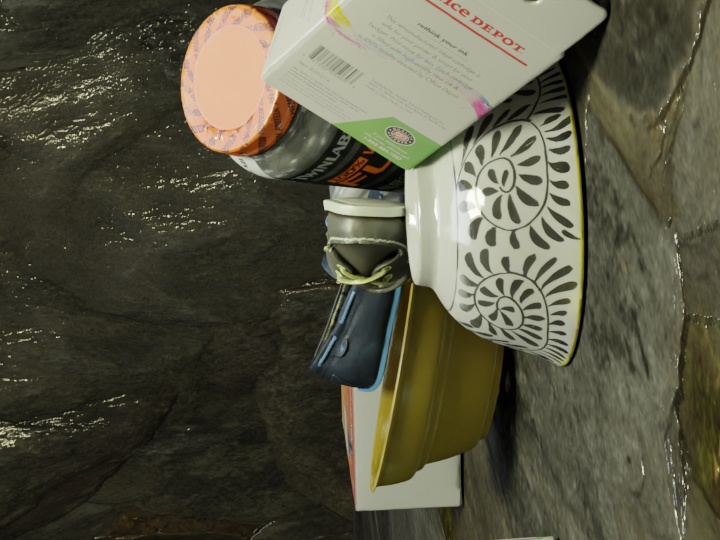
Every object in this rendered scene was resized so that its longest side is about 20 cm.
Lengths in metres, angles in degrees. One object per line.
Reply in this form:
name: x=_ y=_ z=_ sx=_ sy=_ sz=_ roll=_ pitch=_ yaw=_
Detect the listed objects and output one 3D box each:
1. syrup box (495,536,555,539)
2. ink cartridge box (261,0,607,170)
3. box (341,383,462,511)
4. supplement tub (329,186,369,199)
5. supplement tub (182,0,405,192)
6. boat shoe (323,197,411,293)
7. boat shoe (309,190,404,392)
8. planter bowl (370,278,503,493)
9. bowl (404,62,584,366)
syrup box: x=0.090 y=0.243 z=1.258 sx=0.200 sy=0.079 sz=0.082 roll=101 pitch=166 yaw=-75
ink cartridge box: x=0.044 y=-0.150 z=1.015 sx=0.200 sy=0.117 sz=0.067 roll=-33 pitch=33 yaw=49
box: x=0.037 y=0.127 z=1.765 sx=0.200 sy=0.106 sz=0.153 roll=-102 pitch=10 yaw=-69
supplement tub: x=0.027 y=-0.123 z=1.625 sx=0.123 sy=0.122 sz=0.200 roll=91 pitch=175 yaw=-46
supplement tub: x=-0.018 y=-0.120 z=1.209 sx=0.122 sy=0.200 sz=0.123 roll=-2 pitch=87 yaw=43
boat shoe: x=0.010 y=-0.017 z=1.248 sx=0.202 sy=0.072 sz=0.060 roll=34 pitch=-116 yaw=-85
boat shoe: x=0.000 y=0.000 z=1.412 sx=0.084 sy=0.068 sz=0.201 roll=-91 pitch=11 yaw=-82
planter bowl: x=0.064 y=0.081 z=1.373 sx=0.200 sy=0.083 sz=0.201 roll=-170 pitch=90 yaw=-89
bowl: x=0.079 y=-0.036 z=1.127 sx=0.201 sy=0.094 sz=0.201 roll=177 pitch=90 yaw=-87
